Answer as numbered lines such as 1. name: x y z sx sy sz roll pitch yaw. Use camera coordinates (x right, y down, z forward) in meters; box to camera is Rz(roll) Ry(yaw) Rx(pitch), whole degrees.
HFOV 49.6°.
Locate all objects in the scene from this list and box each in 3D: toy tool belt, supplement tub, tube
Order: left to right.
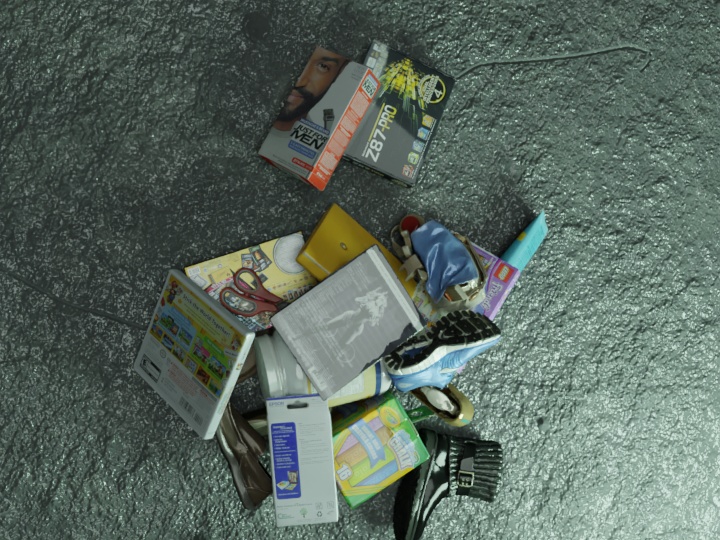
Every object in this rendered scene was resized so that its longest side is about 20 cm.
1. supplement tub: -0.062 0.148 1.254 0.198 0.144 0.146 -10 94 -15
2. toy tool belt: 0.120 -0.024 1.265 0.124 0.123 0.201 -36 71 4
3. tube: 0.264 -0.011 1.363 0.050 0.077 0.200 38 86 23

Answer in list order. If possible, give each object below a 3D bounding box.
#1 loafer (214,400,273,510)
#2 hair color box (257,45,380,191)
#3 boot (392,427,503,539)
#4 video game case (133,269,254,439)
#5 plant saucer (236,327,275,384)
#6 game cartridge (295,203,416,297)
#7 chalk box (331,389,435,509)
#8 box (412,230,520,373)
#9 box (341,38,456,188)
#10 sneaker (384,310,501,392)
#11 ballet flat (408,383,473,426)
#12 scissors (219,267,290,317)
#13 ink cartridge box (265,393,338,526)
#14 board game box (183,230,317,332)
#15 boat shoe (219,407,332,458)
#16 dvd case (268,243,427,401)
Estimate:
1. loafer: -0.183 0.272 1.226 0.070 0.073 0.202 -20 101 -10
2. hair color box: -0.066 -0.246 1.260 0.110 0.064 0.201 28 87 25
3. boot: 0.154 0.384 1.344 0.156 0.079 0.214 17 93 -16
4. video game case: -0.260 0.125 1.195 0.023 0.199 0.184 4 114 -53
5. plant saucer: -0.234 0.095 1.284 0.197 0.029 0.203 0 92 -12
6. game cartridge: 0.000 0.000 1.264 0.200 0.177 0.032 43 122 -10
7. chalk box: 0.028 0.274 1.294 0.199 0.124 0.125 -32 98 -9
8. box: 0.161 0.052 1.322 0.136 0.039 0.201 32 87 20
9. box: 0.053 -0.262 1.318 0.160 0.049 0.202 23 87 -7
10. sneaker: 0.131 0.132 1.232 0.198 0.079 0.090 -20 133 -12
11. ballet flat: 0.102 0.179 1.280 0.199 0.063 0.069 36 97 22
12. scissors: -0.125 0.062 1.228 0.198 0.014 0.074 26 81 1
13. ink cartridge box: -0.089 0.286 1.195 0.098 0.039 0.203 -3 95 0
14. board game box: -0.170 0.029 1.263 0.198 0.035 0.137 -18 95 -10
15. boat shoe: -0.140 0.262 1.290 0.198 0.072 0.067 -12 100 -5
16. dvd case: -0.016 0.077 1.175 0.199 0.016 0.150 -35 95 -11
